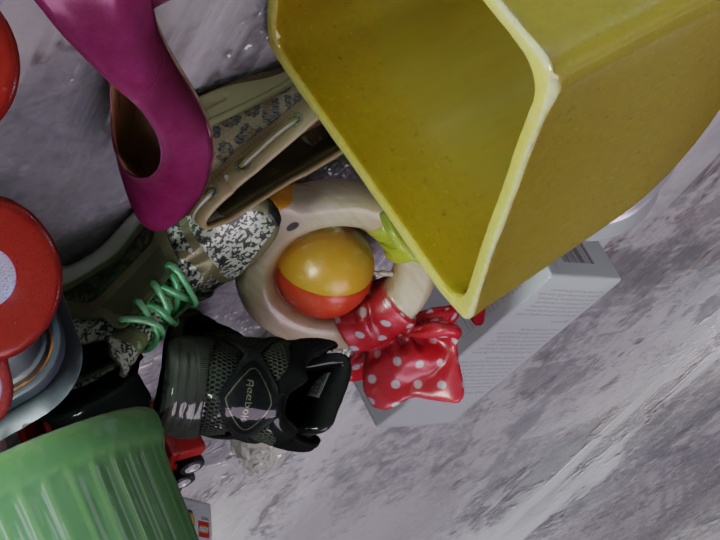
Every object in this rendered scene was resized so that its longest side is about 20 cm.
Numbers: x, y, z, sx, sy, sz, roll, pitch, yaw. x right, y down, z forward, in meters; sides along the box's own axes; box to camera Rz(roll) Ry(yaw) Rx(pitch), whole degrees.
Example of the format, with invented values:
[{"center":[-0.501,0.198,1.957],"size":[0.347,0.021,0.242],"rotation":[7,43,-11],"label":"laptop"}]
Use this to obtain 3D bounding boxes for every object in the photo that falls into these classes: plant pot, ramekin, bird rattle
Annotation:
[{"center":[0.093,-0.136,0.702],"size":[0.199,0.195,0.196],"rotation":[-26,156,-20],"label":"plant pot"},{"center":[-0.178,0.161,0.796],"size":[0.199,0.098,0.200],"rotation":[-27,170,-5],"label":"ramekin"},{"center":[0.000,0.000,0.962],"size":[0.162,0.113,0.200],"rotation":[8,139,-10],"label":"bird rattle"}]

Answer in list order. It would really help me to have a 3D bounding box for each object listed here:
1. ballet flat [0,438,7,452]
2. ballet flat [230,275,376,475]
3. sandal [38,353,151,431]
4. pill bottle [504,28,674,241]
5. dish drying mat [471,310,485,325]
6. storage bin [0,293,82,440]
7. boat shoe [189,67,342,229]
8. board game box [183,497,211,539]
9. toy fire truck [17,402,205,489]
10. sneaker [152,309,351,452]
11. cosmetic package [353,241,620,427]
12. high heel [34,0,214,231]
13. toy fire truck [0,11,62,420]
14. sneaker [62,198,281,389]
[{"center":[-0.314,0.182,1.014],"size":[0.199,0.067,0.068],"rotation":[-31,163,5],"label":"ballet flat"},{"center":[-0.056,0.069,1.078],"size":[0.072,0.072,0.200],"rotation":[-1,135,-46],"label":"ballet flat"},{"center":[-0.159,0.087,0.915],"size":[0.075,0.048,0.200],"rotation":[-26,-172,-7],"label":"sandal"},{"center":[0.139,-0.102,0.891],"size":[0.113,0.114,0.200],"rotation":[-26,155,-6],"label":"pill bottle"},{"center":[0.076,-0.039,0.990],"size":[0.018,0.077,0.200],"rotation":[-16,153,-8],"label":"dish drying mat"},{"center":[-0.258,0.036,0.728],"size":[0.199,0.146,0.134],"rotation":[-29,145,1],"label":"storage bin"},{"center":[-0.013,-0.085,0.825],"size":[0.199,0.063,0.073],"rotation":[-27,155,-6],"label":"boat shoe"},{"center":[-0.221,0.191,1.070],"size":[0.199,0.035,0.126],"rotation":[-20,152,32],"label":"board game box"},{"center":[-0.190,0.148,1.103],"size":[0.140,0.049,0.200],"rotation":[-12,151,-32],"label":"toy fire truck"},{"center":[-0.072,0.071,0.938],"size":[0.114,0.077,0.199],"rotation":[11,179,-10],"label":"sneaker"},{"center":[0.090,0.037,1.159],"size":[0.101,0.071,0.200],"rotation":[4,140,-50],"label":"cosmetic package"},{"center":[-0.121,-0.084,0.707],"size":[0.096,0.067,0.201],"rotation":[-26,142,-30],"label":"high heel"},{"center":[-0.217,-0.024,0.587],"size":[0.167,0.201,0.112],"rotation":[-13,-174,-24],"label":"toy fire truck"},{"center":[-0.128,0.025,0.863],"size":[0.199,0.089,0.077],"rotation":[-30,134,2],"label":"sneaker"}]
